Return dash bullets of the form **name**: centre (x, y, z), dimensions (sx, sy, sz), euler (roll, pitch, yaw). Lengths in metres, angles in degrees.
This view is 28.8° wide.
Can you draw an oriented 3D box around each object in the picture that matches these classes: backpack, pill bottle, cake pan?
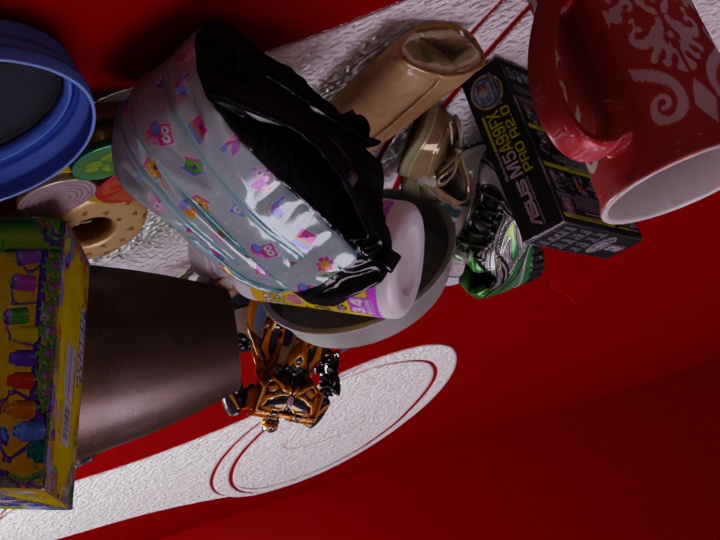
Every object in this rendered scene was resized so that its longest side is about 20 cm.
- **backpack**: centre (-0.075, -0.074, 0.991), dimensions (0.126, 0.168, 0.200), euler (-39, 125, 19)
- **pill bottle**: centre (-0.049, -0.020, 1.247), dimensions (0.198, 0.105, 0.104), euler (7, 172, 18)
- **cake pan**: centre (0.000, 0.000, 1.340), dimensions (0.199, 0.201, 0.037), euler (-21, 128, 3)

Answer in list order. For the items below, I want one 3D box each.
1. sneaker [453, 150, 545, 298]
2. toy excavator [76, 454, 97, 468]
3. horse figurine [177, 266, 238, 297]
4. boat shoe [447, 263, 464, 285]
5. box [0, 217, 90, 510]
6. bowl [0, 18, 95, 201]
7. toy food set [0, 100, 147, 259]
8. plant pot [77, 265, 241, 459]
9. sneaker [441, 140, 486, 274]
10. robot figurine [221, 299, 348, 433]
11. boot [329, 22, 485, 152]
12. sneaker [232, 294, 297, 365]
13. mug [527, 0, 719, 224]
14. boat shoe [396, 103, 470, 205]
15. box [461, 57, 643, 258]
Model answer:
- **sneaker**: centre (0.134, -0.040, 1.358), dimensions (0.085, 0.078, 0.201), euler (-30, 143, -19)
- **toy excavator**: centre (-0.241, 0.101, 1.437), dimensions (0.199, 0.100, 0.194), euler (-37, -175, -14)
- **horse figurine**: centre (-0.141, 0.009, 1.392), dimensions (0.133, 0.050, 0.200), euler (-48, 173, -30)
- **boat shoe**: centre (0.146, -0.036, 1.613), dimensions (0.199, 0.072, 0.066), euler (-10, 158, -35)
- **box**: centre (-0.313, 0.071, 1.055), dimensions (0.191, 0.202, 0.122), euler (2, 164, -1)
- **bowl**: centre (-0.273, -0.097, 0.910), dimensions (0.199, 0.040, 0.201), euler (-16, 160, -6)
- **toy food set**: centre (-0.213, -0.069, 1.088), dimensions (0.199, 0.049, 0.197), euler (-28, 163, 27)
- **plant pot**: centre (-0.211, 0.075, 1.255), dimensions (0.198, 0.189, 0.187), euler (-6, 162, -12)
- **sneaker**: centre (0.118, -0.062, 1.445), dimensions (0.070, 0.094, 0.200), euler (-10, 162, -32)
- **robot figurine**: centre (-0.070, 0.072, 1.448), dimensions (0.144, 0.202, 0.058), euler (12, -177, -28)
- **boot**: centre (-0.020, -0.124, 1.127), dimensions (0.175, 0.067, 0.200), euler (-24, 172, -46)
- **sneaker**: centre (-0.067, 0.052, 1.528), dimensions (0.198, 0.116, 0.081), euler (-14, -178, -11)
- **mug**: centre (0.197, -0.157, 1.027), dimensions (0.133, 0.202, 0.177), euler (-25, 163, 19)
- **boat shoe**: centre (0.072, -0.100, 1.258), dimensions (0.063, 0.074, 0.201), euler (20, 168, 5)
- **box**: centre (0.177, -0.097, 1.275), dimensions (0.044, 0.162, 0.199), euler (-27, 164, 27)
